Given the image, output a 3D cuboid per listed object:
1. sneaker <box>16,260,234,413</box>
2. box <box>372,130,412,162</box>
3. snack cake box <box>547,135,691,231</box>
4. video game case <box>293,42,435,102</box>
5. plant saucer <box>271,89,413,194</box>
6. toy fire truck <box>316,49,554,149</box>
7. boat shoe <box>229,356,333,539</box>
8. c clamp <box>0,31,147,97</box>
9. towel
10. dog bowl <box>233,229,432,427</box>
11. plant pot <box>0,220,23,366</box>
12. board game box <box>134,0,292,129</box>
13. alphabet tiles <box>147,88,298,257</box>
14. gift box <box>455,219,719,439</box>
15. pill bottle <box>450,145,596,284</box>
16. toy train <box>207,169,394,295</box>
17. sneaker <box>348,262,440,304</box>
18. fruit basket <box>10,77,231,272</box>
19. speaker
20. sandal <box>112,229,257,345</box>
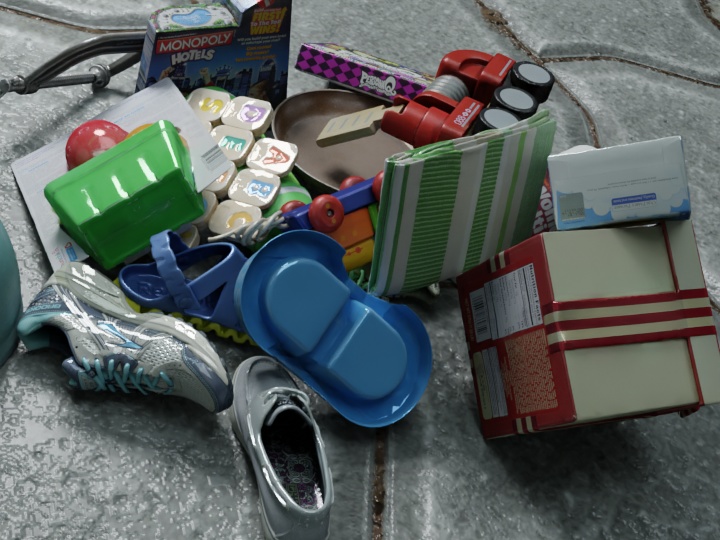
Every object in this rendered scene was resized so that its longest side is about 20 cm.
[{"bbox_3d":[-0.197,0.076,0.881,0.199,0.078,0.086,26,51,17],"label":"sneaker"},{"bbox_3d":[0.103,-0.119,1.248,0.198,0.044,0.161,3,42,-21],"label":"box"},{"bbox_3d":[0.244,-0.075,0.983,0.114,0.068,0.200,-8,-1,17],"label":"snack cake box"},{"bbox_3d":[0.036,-0.231,1.289,0.199,0.036,0.181,20,15,8],"label":"video game case"},{"bbox_3d":[-0.003,-0.129,1.150,0.199,0.032,0.201,13,40,-11],"label":"plant saucer"},{"bbox_3d":[0.072,-0.158,1.084,0.199,0.129,0.176,26,41,9],"label":"toy fire truck"},{"bbox_3d":[-0.059,0.134,0.861,0.070,0.072,0.202,1,41,-21],"label":"boat shoe"},{"bbox_3d":[-0.301,-0.215,1.126,0.027,0.170,0.200,63,31,-1],"label":"c clamp"},{"bbox_3d":[0.093,-0.060,0.964,0.199,0.153,0.023,-20,43,-34],"label":"towel"},{"bbox_3d":[-0.027,0.050,0.917,0.200,0.049,0.112,42,72,-22],"label":"dog bowl"},{"bbox_3d":[-0.367,-0.013,0.844,0.199,0.135,0.201,13,39,-11],"label":"plant pot"},{"bbox_3d":[-0.153,-0.240,1.147,0.199,0.201,0.062,-14,51,-36],"label":"board game box"},{"bbox_3d":[-0.168,-0.098,1.044,0.194,0.015,0.201,16,61,21],"label":"alphabet tiles"},{"bbox_3d":[0.206,0.052,0.969,0.185,0.200,0.186,-4,83,-23],"label":"gift box"},{"bbox_3d":[0.181,-0.060,1.136,0.199,0.110,0.110,-25,57,-28],"label":"pill bottle"},{"bbox_3d":[-0.035,-0.010,0.972,0.199,0.084,0.117,-24,100,-26],"label":"toy train"},{"bbox_3d":[0.000,0.000,1.048,0.198,0.077,0.089,-2,52,-22],"label":"sneaker"},{"bbox_3d":[-0.230,-0.094,1.009,0.184,0.094,0.200,-31,38,-8],"label":"fruit basket"},{"bbox_3d":[-0.122,-0.103,1.097,0.088,0.089,0.200,-11,49,-33],"label":"speaker"},{"bbox_3d":[-0.125,0.013,0.960,0.199,0.087,0.080,4,39,-26],"label":"sandal"}]
